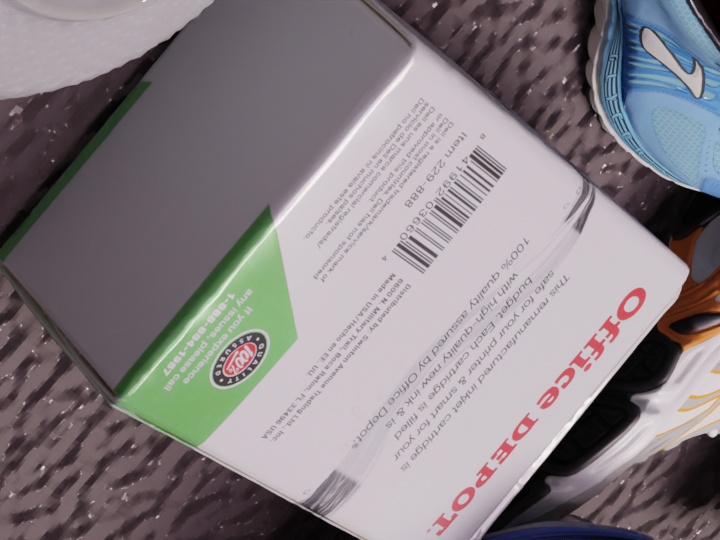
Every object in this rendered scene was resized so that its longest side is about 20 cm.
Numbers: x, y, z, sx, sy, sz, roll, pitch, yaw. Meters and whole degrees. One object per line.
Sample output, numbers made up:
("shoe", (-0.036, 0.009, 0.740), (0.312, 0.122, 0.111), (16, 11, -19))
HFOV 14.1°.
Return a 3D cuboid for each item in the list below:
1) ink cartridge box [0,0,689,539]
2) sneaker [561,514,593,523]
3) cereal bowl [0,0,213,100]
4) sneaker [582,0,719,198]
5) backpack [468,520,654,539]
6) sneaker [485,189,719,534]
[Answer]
("ink cartridge box", (0.000, 0.000, 0.965), (0.146, 0.084, 0.200), (-49, 142, 4))
("sneaker", (0.095, 0.165, 1.230), (0.082, 0.074, 0.201), (-57, 150, -37))
("cereal bowl", (-0.082, -0.128, 0.779), (0.199, 0.083, 0.201), (-26, 138, -25))
("sneaker", (0.126, -0.080, 1.007), (0.078, 0.090, 0.200), (-39, 142, -8))
("backpack", (0.070, 0.175, 1.074), (0.190, 0.155, 0.200), (-16, 168, 30))
("sneaker", (0.125, 0.045, 1.118), (0.200, 0.076, 0.092), (-41, 130, -5))
